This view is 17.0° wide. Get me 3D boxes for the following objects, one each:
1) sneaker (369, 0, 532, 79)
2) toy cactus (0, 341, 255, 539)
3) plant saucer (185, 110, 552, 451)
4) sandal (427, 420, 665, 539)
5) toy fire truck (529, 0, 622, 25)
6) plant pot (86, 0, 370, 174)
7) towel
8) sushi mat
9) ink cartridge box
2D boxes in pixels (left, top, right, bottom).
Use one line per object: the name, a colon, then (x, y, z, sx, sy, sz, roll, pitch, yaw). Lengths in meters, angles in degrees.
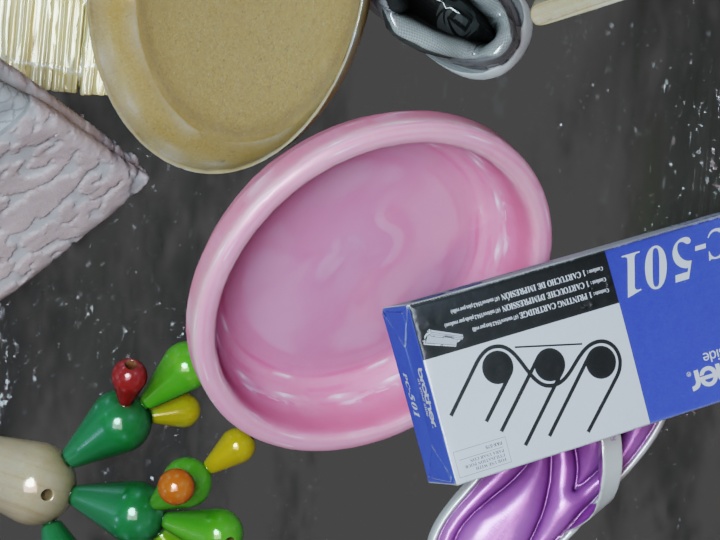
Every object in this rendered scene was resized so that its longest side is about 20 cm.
sneaker: (0.002, -0.168, 1.226, 0.200, 0.115, 0.075, 32, 97, 1)
toy cactus: (-0.145, 0.129, 1.289, 0.165, 0.102, 0.200, 16, 105, 13)
plant saucer: (0.000, 0.000, 1.233, 0.200, 0.051, 0.201, -16, 129, -20)
sandal: (0.107, 0.096, 1.276, 0.082, 0.050, 0.203, 29, 96, 0)
toy fire truck: (0.200, -0.134, 1.183, 0.200, 0.176, 0.129, 28, 98, 2)
plant pot: (-0.063, -0.148, 1.219, 0.200, 0.027, 0.200, 0, 90, 42)
towel: (-0.226, -0.021, 1.231, 0.200, 0.191, 0.032, -36, 63, 8)
sushi mat: (-0.143, -0.194, 1.288, 0.096, 0.012, 0.200, 6, 97, 3)
ink cartridge box: (0.119, 0.037, 1.233, 0.200, 0.044, 0.094, -16, 92, -19)
